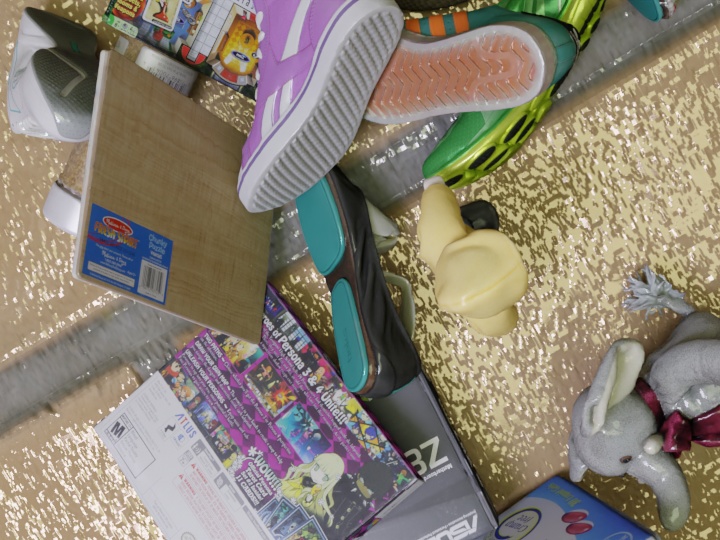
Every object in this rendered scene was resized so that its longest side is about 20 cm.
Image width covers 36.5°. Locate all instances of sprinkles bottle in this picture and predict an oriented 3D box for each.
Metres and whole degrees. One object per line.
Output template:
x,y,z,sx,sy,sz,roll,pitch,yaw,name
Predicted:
-0.173,-0.120,0.835,0.068,0.068,0.202,26,98,-1,sprinkles bottle

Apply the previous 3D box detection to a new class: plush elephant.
0.226,0.110,0.801,0.155,0.165,0.200,-43,65,-6,plush elephant

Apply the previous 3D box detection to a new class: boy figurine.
0.078,-0.011,0.770,0.064,0.200,0.126,-28,92,7,boy figurine

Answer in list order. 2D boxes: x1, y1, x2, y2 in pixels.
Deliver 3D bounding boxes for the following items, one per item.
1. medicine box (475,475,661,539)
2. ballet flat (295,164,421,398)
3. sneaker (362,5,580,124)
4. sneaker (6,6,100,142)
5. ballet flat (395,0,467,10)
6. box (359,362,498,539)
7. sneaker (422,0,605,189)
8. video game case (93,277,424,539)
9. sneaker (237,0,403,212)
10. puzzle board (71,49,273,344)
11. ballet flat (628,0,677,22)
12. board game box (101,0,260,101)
0.121,0.263,0.788,0.199,0.182,0.104,-33,98,-8,medicine box
0.000,0.000,0.836,0.068,0.068,0.203,-5,72,-30,ballet flat
0.062,-0.146,0.770,0.198,0.080,0.072,8,114,39,sneaker
-0.217,-0.124,0.786,0.070,0.201,0.081,17,109,-27,sneaker
0.002,-0.239,0.820,0.197,0.046,0.068,11,99,2,ballet flat
-0.013,0.170,0.864,0.198,0.049,0.163,-27,87,6,box
0.105,-0.149,0.823,0.083,0.074,0.201,37,98,19,sneaker
-0.081,0.139,0.826,0.181,0.036,0.200,-41,70,2,video game case
-0.049,-0.143,0.780,0.115,0.072,0.201,52,127,24,sneaker
-0.124,-0.043,0.766,0.017,0.199,0.153,-4,73,29,puzzle board
0.176,-0.274,0.795,0.064,0.076,0.200,-44,96,0,ballet flat
-0.077,-0.183,0.801,0.198,0.023,0.106,24,96,-27,board game box
